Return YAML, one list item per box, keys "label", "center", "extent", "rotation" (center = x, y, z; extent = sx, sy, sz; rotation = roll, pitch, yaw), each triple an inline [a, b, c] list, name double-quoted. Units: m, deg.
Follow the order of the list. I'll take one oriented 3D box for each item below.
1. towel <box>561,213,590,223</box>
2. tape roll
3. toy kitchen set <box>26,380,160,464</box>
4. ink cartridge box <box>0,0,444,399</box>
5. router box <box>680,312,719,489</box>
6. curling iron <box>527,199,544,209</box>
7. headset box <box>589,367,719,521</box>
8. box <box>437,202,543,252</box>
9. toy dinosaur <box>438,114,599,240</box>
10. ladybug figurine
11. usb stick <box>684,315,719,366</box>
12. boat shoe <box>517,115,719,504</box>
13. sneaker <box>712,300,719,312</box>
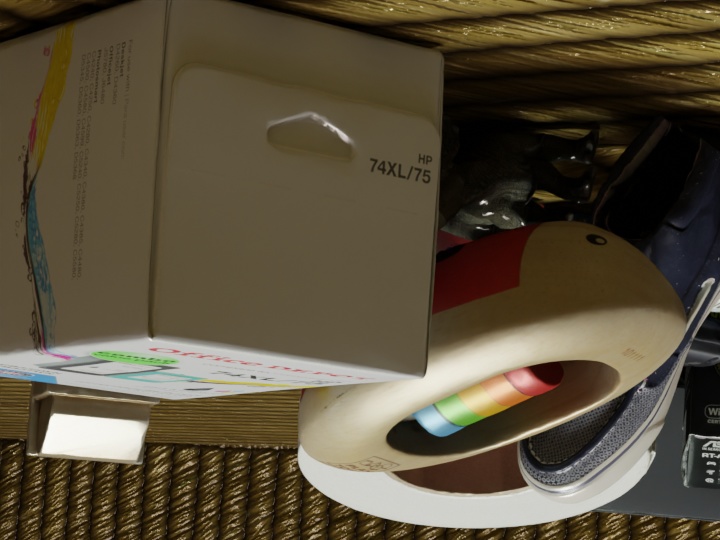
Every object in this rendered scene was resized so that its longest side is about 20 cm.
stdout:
- label: "towel"
  center: [0.099, 0.028, 1.509]
  extent: [0.048, 0.112, 0.200]
  rotation: [2, 174, -20]
- label: "tape roll"
  center: [0.064, 0.092, 1.390]
  extent: [0.201, 0.037, 0.203]
  rotation: [0, 151, 0]
- label: "toy kitchen set"
  center: [-0.141, 0.021, 1.391]
  extent: [0.199, 0.164, 0.180]
  rotation: [6, 172, -19]
- label: "ink cartridge box"
  center: [-0.081, -0.026, 1.085]
  extent: [0.146, 0.147, 0.199]
  rotation: [10, 169, -35]
- label: "router box"
  center: [0.286, 0.052, 1.414]
  extent: [0.199, 0.151, 0.062]
  rotation: [3, 145, 6]
- label: "curling iron"
  center: [0.027, -0.042, 1.332]
  extent: [0.199, 0.026, 0.050]
  rotation: [14, -155, -36]
- label: "headset box"
  center: [0.202, 0.075, 1.549]
  extent: [0.173, 0.093, 0.200]
  rotation: [6, -156, -20]
- label: "box"
  center: [0.000, 0.000, 1.394]
  extent: [0.199, 0.103, 0.094]
  rotation: [9, 170, -38]
- label: "toy dinosaur"
  center: [0.064, -0.042, 1.240]
  extent: [0.102, 0.077, 0.200]
  rotation: [15, 179, 9]
- label: "ladybug figurine"
  center: [0.053, 0.034, 1.129]
  extent: [0.199, 0.072, 0.136]
  rotation: [-24, 155, 24]
- label: "usb stick"
  center: [0.127, 0.025, 1.304]
  extent: [0.055, 0.033, 0.199]
  rotation: [2, 173, 40]
- label: "boat shoe"
  center: [0.123, 0.015, 1.191]
  extent: [0.075, 0.201, 0.093]
  rotation: [32, -178, 36]
- label: "sneaker"
  center: [0.241, -0.019, 1.303]
  extent: [0.199, 0.072, 0.072]
  rotation: [-5, -170, 38]
